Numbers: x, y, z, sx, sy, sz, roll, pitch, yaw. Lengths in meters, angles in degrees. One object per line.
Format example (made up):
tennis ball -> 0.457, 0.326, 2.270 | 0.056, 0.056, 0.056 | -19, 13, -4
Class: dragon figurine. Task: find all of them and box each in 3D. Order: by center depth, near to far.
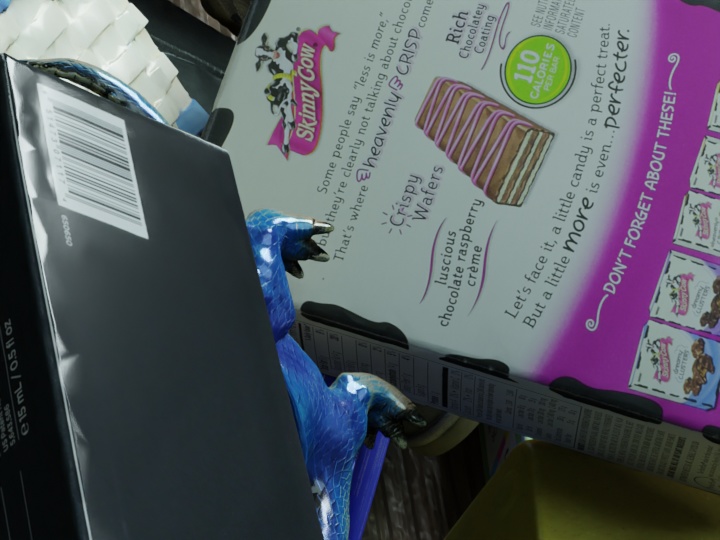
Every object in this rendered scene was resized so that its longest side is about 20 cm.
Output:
dragon figurine -> -0.037, 0.032, 0.712 | 0.200, 0.059, 0.099 | 64, 23, -12

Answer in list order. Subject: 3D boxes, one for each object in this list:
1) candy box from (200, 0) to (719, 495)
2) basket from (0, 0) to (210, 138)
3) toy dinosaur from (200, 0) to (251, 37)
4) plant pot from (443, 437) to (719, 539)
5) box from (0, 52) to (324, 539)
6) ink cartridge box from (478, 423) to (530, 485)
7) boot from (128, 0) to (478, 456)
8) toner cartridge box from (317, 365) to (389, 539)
candy box -> 0.054, -0.023, 0.797 | 0.199, 0.061, 0.137 | 17, 71, 7
basket -> -0.150, -0.056, 0.794 | 0.200, 0.139, 0.176 | 51, 31, -10
toy dinosaur -> -0.046, -0.111, 1.039 | 0.200, 0.101, 0.058 | 33, 75, 3
plant pot -> 0.101, 0.162, 0.823 | 0.176, 0.200, 0.200 | 19, 41, -19
box -> -0.080, 0.077, 0.591 | 0.079, 0.141, 0.200 | 23, 41, -42
ink cartridge box -> 0.100, 0.050, 0.988 | 0.103, 0.059, 0.200 | 2, 48, -10
boot -> -0.046, -0.033, 0.960 | 0.200, 0.073, 0.182 | 33, 22, -33
toner cartridge box -> 0.000, 0.000, 0.872 | 0.043, 0.095, 0.201 | 14, 69, 5
